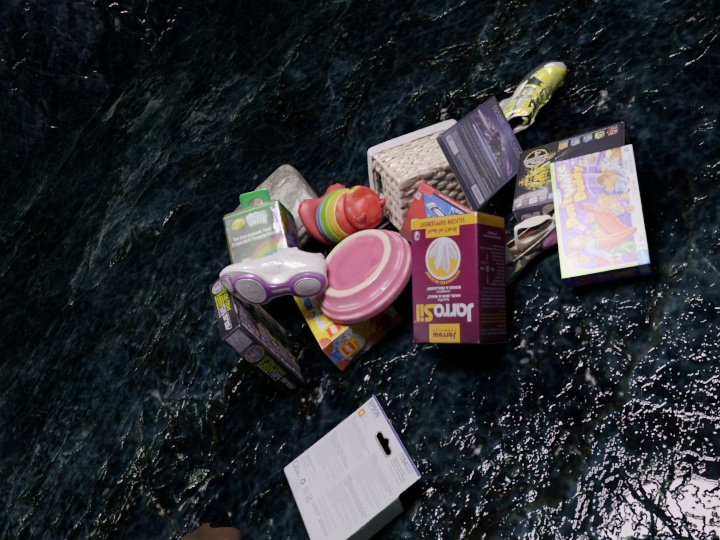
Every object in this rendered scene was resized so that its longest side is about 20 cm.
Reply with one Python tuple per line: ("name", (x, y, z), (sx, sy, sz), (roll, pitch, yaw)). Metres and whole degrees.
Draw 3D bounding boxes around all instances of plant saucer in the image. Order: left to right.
("plant saucer", (0.000, 0.000, 1.396), (0.197, 0.051, 0.203), (-23, 39, 20))

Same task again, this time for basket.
("basket", (0.127, -0.176, 1.470), (0.196, 0.138, 0.124), (-22, 41, -16))

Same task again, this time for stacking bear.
("stacking bear", (-0.022, -0.111, 1.505), (0.120, 0.116, 0.199), (-30, 10, -24))

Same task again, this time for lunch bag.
("lunch bag", (-0.167, -0.102, 1.692), (0.199, 0.140, 0.168), (-41, 37, 1))

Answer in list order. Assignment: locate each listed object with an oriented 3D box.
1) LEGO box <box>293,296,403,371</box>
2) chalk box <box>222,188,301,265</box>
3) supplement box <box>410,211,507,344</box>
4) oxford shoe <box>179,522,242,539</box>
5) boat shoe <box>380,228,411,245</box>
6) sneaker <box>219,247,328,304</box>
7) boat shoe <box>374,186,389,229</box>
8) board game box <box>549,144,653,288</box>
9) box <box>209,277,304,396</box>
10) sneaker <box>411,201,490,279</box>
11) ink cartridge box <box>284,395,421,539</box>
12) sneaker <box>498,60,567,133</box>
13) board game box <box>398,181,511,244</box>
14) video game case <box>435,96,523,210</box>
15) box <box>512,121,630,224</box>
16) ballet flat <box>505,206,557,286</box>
("LEGO box", (-0.030, 0.065, 1.463), (0.148, 0.077, 0.201), (-39, 38, 1))
("chalk box", (-0.192, -0.058, 1.557), (0.121, 0.124, 0.205), (-14, 77, 7))
("supplement box", (0.158, 0.016, 1.257), (0.129, 0.102, 0.206), (-4, 85, 37))
("oxford shoe", (-0.274, 0.469, 1.303), (0.196, 0.074, 0.085), (-14, 29, 26))
("boat shoe", (0.047, -0.058, 1.532), (0.197, 0.057, 0.068), (-3, 51, 39))
("sneaker", (-0.153, 0.006, 1.399), (0.194, 0.076, 0.101), (-1, 38, 3))
("boat shoe", (0.051, -0.144, 1.605), (0.198, 0.068, 0.073), (-35, 38, 16))
("board game box", (0.376, -0.085, 1.226), (0.132, 0.045, 0.205), (-11, 65, 24))
("box", (-0.192, 0.120, 1.449), (0.044, 0.200, 0.161), (-36, 39, 7))
("sneaker", (0.156, -0.062, 1.406), (0.199, 0.078, 0.085), (-43, 62, -2))
("ink cartridge box", (-0.011, 0.327, 1.224), (0.198, 0.044, 0.197), (-38, 37, 2))
("sneaker", (0.335, -0.327, 1.543), (0.200, 0.075, 0.077), (-44, 44, 14))
("board game box", (0.158, -0.064, 1.340), (0.199, 0.019, 0.105), (35, 110, 35))
("video game case", (0.224, -0.215, 1.408), (0.019, 0.145, 0.199), (-19, 15, 46))
("box", (0.370, -0.167, 1.363), (0.196, 0.049, 0.164), (-12, 44, 31))
("ballet flat", (0.268, -0.041, 1.315), (0.198, 0.071, 0.069), (-37, 33, 6))
